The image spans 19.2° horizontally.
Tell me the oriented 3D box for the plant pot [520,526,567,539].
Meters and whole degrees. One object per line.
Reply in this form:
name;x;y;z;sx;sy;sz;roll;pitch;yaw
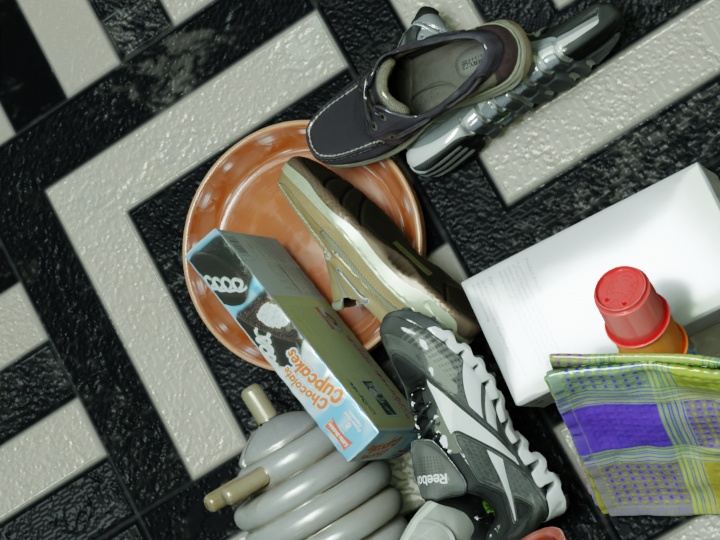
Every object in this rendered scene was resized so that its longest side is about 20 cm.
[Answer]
plant pot;0.151;0.318;1.490;0.195;0.201;0.201;39;98;-7

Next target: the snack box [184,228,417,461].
snack box;-0.038;0.056;1.597;0.037;0.116;0.200;-43;73;13

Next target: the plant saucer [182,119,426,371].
plant saucer;-0.043;-0.018;1.684;0.200;0.032;0.200;-2;85;19

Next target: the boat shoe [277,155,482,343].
boat shoe;0.000;0.000;1.618;0.200;0.072;0.076;46;111;16

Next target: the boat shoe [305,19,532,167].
boat shoe;0.032;-0.134;1.592;0.200;0.065;0.072;-21;76;32

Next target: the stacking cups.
stacking cups;0.213;0.062;1.501;0.060;0.200;0.061;-14;49;16

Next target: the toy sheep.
toy sheep;-0.037;0.176;1.610;0.138;0.138;0.200;-28;93;14

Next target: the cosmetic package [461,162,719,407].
cosmetic package;0.190;0.014;1.573;0.200;0.085;0.108;-26;78;14

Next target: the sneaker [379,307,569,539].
sneaker;0.067;0.122;1.550;0.090;0.066;0.200;-40;100;-30

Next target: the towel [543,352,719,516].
towel;0.216;0.120;1.509;0.144;0.200;0.023;0;54;19

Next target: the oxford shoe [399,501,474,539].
oxford shoe;0.050;0.230;1.569;0.058;0.075;0.200;9;45;45

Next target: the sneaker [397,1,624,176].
sneaker;0.095;-0.171;1.630;0.200;0.075;0.116;-36;73;13
